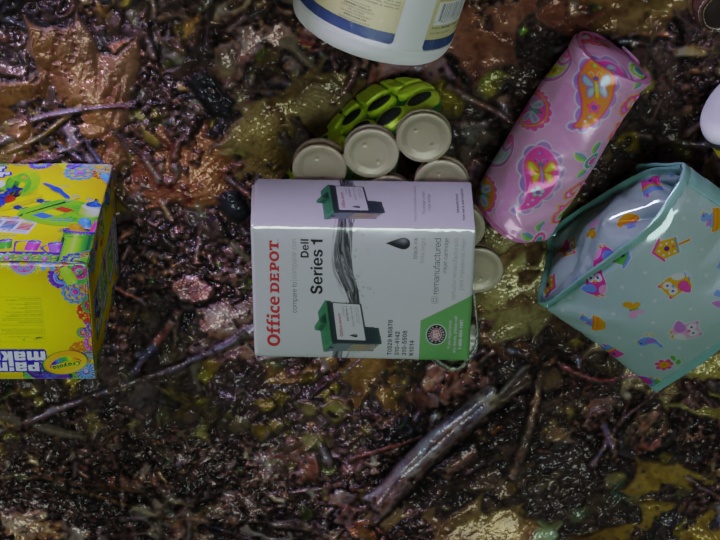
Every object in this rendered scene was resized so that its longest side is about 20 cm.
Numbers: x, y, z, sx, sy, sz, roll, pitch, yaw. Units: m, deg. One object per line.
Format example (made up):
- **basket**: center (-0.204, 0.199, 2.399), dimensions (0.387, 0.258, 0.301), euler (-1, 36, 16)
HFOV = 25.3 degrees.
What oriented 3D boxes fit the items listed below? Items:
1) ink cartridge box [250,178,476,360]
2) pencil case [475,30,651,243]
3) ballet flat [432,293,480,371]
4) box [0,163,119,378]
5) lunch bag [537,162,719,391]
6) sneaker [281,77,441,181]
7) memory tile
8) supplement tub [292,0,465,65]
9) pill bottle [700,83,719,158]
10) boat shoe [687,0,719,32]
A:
- **ink cartridge box**: center (0.000, 0.000, 1.435), dimensions (0.198, 0.085, 0.147), euler (0, 123, 0)
- **pencil case**: center (0.183, -0.119, 1.471), dimensions (0.087, 0.088, 0.201), euler (22, 118, -14)
- **ballet flat**: center (0.084, 0.013, 1.551), dimensions (0.071, 0.072, 0.202), euler (-7, 120, 3)
- **box**: center (-0.331, -0.004, 1.460), dimensions (0.198, 0.193, 0.123), euler (0, 121, -1)
- **lunch bag**: center (0.291, -0.007, 1.499), dimensions (0.170, 0.123, 0.200), euler (34, 132, -19)
- **sneaker**: center (0.004, -0.102, 1.487), dimensions (0.083, 0.074, 0.200), euler (32, 118, -33)
- **memory tile**: center (0.034, -0.048, 1.464), dimensions (0.152, 0.017, 0.201), euler (-17, 122, 11)
- **supplement tub**: center (0.034, -0.288, 1.329), dimensions (0.143, 0.145, 0.201), euler (14, 119, -9)
- **pill bottle**: center (0.406, -0.093, 1.470), dimensions (0.112, 0.112, 0.200), euler (-34, 115, 18)
- **boat shoe**: center (0.387, -0.254, 1.395), dimensions (0.198, 0.071, 0.071), euler (-21, 137, 13)
